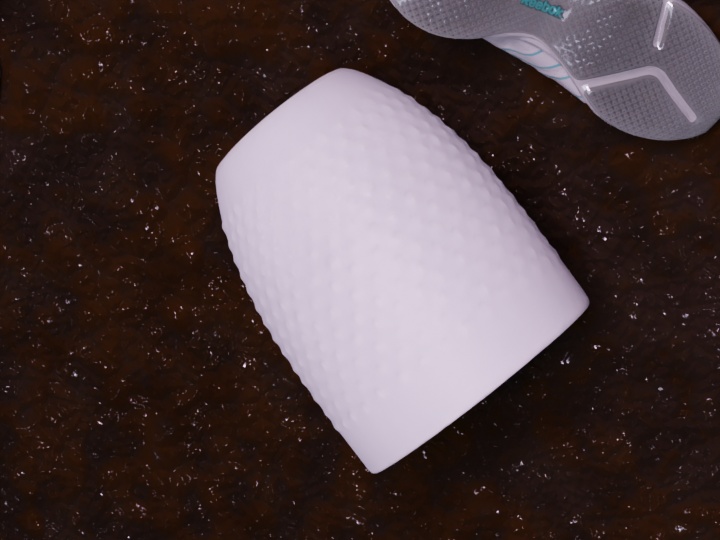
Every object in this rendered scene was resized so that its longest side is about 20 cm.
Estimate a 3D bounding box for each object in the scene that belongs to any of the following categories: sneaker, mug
[{"bbox_3d":[0.101,-0.133,0.850,0.199,0.080,0.071,25,111,-14],"label":"sneaker"},{"bbox_3d":[0.000,0.000,0.905,0.176,0.147,0.200,53,148,2],"label":"mug"}]
